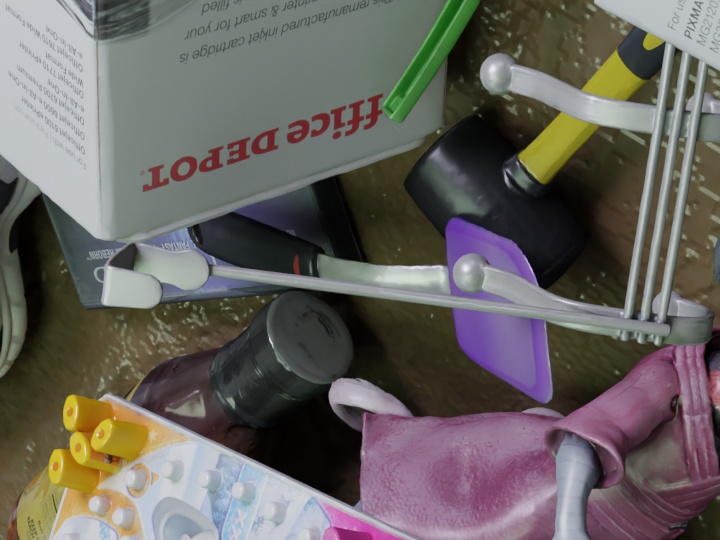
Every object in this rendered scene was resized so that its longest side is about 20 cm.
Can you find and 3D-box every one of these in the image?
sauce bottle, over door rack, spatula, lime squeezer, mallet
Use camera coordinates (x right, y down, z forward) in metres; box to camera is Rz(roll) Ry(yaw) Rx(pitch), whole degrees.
[{"bbox_3d":[-0.072,0.072,1.148,0.066,0.066,0.200,51,132,1],"label":"sauce bottle"},{"bbox_3d":[0.023,-0.059,0.900,0.198,0.067,0.149,5,104,-10],"label":"over door rack"},{"bbox_3d":[0.000,0.000,1.032,0.199,0.020,0.057,15,119,44],"label":"spatula"},{"bbox_3d":[0.044,-0.141,0.929,0.038,0.070,0.201,31,133,36],"label":"lime squeezer"},{"bbox_3d":[0.095,-0.058,0.966,0.066,0.041,0.200,52,130,1],"label":"mallet"}]

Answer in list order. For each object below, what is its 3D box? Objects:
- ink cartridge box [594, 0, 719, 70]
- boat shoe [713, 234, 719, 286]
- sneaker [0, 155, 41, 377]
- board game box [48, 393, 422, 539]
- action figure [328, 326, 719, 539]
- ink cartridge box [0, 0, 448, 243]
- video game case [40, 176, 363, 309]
[{"bbox_3d":[0.188,-0.090,0.798,0.199,0.145,0.084,31,131,19],"label":"ink cartridge box"},{"bbox_3d":[0.201,-0.013,0.891,0.199,0.062,0.073,-2,115,38],"label":"boat shoe"},{"bbox_3d":[-0.178,-0.009,1.158,0.074,0.080,0.201,39,141,20],"label":"sneaker"},{"bbox_3d":[-0.075,0.165,1.053,0.199,0.026,0.201,21,93,46],"label":"board game box"},{"bbox_3d":[0.099,0.071,1.018,0.200,0.133,0.150,-39,46,31],"label":"action figure"},{"bbox_3d":[-0.047,-0.129,0.944,0.084,0.144,0.201,37,135,43],"label":"ink cartridge box"},{"bbox_3d":[-0.087,-0.082,1.100,0.142,0.019,0.201,-5,113,39],"label":"video game case"}]
